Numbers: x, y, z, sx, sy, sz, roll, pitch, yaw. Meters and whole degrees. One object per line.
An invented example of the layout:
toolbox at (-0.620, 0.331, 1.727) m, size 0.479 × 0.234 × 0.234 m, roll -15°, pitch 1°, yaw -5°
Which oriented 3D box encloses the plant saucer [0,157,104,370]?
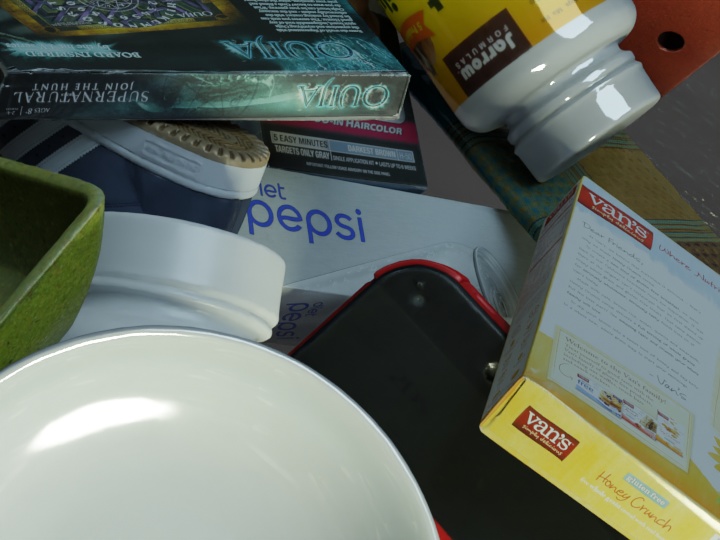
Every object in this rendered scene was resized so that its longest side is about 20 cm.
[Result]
plant saucer at (-0.201, 0.040, 0.763) m, size 0.200 × 0.200 × 0.048 m, roll -52°, pitch 130°, yaw -19°

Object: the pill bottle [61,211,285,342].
pill bottle at (-0.096, 0.084, 0.836) m, size 0.114 × 0.114 × 0.200 m, roll 16°, pitch 76°, yaw -27°

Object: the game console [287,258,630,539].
game console at (0.030, 0.112, 0.922) m, size 0.177 × 0.031 × 0.200 m, roll -43°, pitch 77°, yaw 0°

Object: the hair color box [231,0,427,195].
hair color box at (-0.036, -0.123, 1.072) m, size 0.099 × 0.061 × 0.200 m, roll 6°, pitch 61°, yaw -33°

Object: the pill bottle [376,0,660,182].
pill bottle at (0.068, -0.149, 1.047) m, size 0.109 × 0.109 × 0.200 m, roll -31°, pitch 84°, yaw -42°

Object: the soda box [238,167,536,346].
soda box at (0.000, 0.000, 1.023) m, size 0.200 × 0.063 × 0.068 m, roll 9°, pitch 60°, yaw -32°

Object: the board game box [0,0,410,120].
board game box at (-0.093, -0.114, 0.939) m, size 0.200 × 0.028 × 0.135 m, roll -2°, pitch 37°, yaw -28°

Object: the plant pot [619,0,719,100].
plant pot at (0.160, -0.213, 1.167) m, size 0.200 × 0.200 × 0.176 m, roll 30°, pitch 51°, yaw -18°

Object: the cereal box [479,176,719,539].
cereal box at (0.135, 0.050, 0.923) m, size 0.144 × 0.040 × 0.200 m, roll 36°, pitch 30°, yaw -5°

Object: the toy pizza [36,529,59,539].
toy pizza at (-0.114, 0.153, 0.744) m, size 0.200 × 0.032 × 0.201 m, roll 1°, pitch 83°, yaw -11°

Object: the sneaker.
sneaker at (-0.144, -0.046, 0.948) m, size 0.200 × 0.109 × 0.070 m, roll 27°, pitch 22°, yaw 20°

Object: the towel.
towel at (0.112, -0.054, 1.106) m, size 0.146 × 0.022 × 0.200 m, roll 1°, pitch 41°, yaw -41°

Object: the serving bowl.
serving bowl at (-0.073, 0.121, 0.705) m, size 0.200 × 0.066 × 0.201 m, roll 1°, pitch 84°, yaw -11°
